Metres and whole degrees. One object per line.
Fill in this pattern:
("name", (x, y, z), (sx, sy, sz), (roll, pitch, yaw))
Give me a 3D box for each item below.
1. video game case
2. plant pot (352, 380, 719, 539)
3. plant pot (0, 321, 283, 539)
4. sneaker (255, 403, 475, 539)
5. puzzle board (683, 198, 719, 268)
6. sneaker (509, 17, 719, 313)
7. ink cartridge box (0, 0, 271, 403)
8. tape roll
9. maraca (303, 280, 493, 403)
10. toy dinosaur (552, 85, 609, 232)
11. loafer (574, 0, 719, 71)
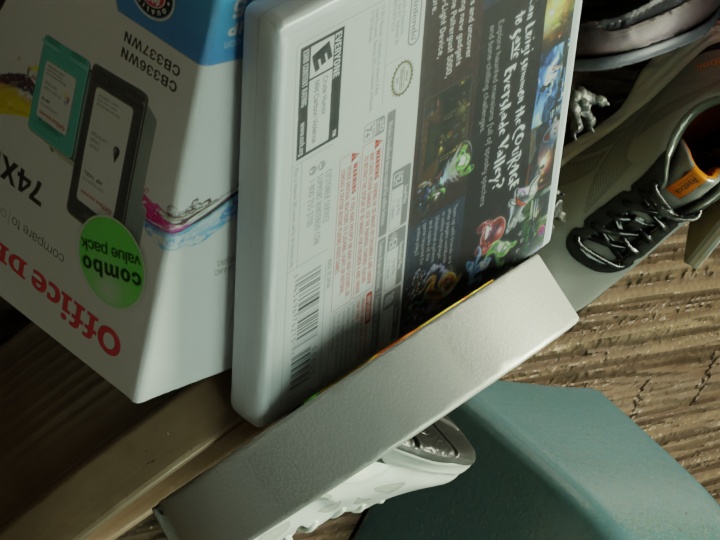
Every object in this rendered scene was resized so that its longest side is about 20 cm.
("video game case", (0.021, -0.054, 1.024), (0.182, 0.023, 0.201), (-31, 141, -35))
("plant pot", (0.124, 0.199, 1.506), (0.196, 0.200, 0.196), (9, 112, -56))
("plant pot", (-0.109, 0.060, 1.133), (0.200, 0.093, 0.201), (-35, 176, -3))
("sneaker", (-0.033, 0.111, 1.354), (0.200, 0.076, 0.116), (11, 120, -47))
("puzzle board", (0.238, -0.111, 1.394), (0.200, 0.017, 0.151), (-55, -166, 45))
("sneaker", (0.151, -0.046, 1.390), (0.074, 0.079, 0.200), (28, 114, -26))
("ink cartridge box", (-0.069, -0.081, 1.038), (0.146, 0.147, 0.201), (-21, 135, -43))
("tape roll", (0.003, 0.062, 1.112), (0.202, 0.037, 0.203), (-34, 178, -1))
("maraca", (0.000, 0.000, 1.247), (0.137, 0.107, 0.200), (-60, 139, -25))
("toy dinosaur", (0.072, -0.071, 1.289), (0.047, 0.088, 0.201), (-36, 145, -44))
("loafer", (0.169, -0.163, 1.366), (0.200, 0.072, 0.063), (-29, 114, -41))
